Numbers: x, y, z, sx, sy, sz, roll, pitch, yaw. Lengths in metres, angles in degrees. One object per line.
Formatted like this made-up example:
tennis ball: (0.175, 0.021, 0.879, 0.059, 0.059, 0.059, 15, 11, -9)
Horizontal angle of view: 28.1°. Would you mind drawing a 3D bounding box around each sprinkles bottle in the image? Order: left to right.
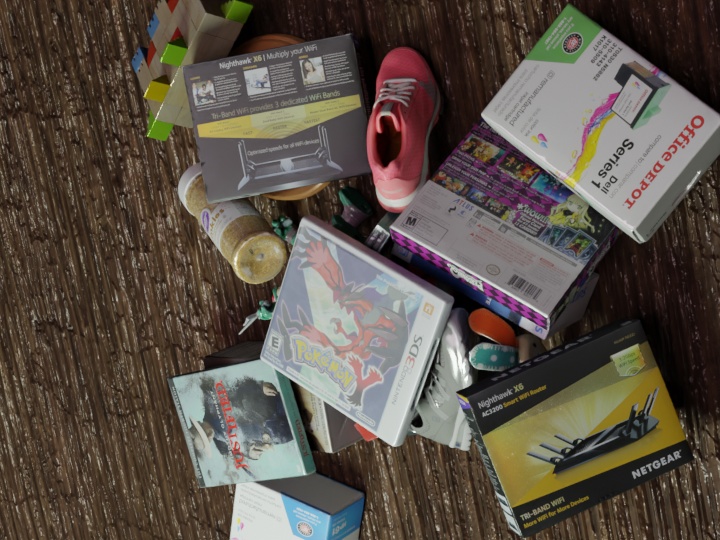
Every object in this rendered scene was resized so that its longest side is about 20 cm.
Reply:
sprinkles bottle: (-0.153, -0.060, 1.704, 0.200, 0.068, 0.068, 48, 129, 51)

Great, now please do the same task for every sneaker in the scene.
sneaker: (0.045, -0.167, 1.550, 0.074, 0.087, 0.201, -6, 63, 16)
sneaker: (0.086, 0.123, 1.561, 0.082, 0.075, 0.200, 5, 131, 7)

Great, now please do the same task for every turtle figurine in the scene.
turtle figurine: (-0.068, -0.005, 1.704, 0.200, 0.101, 0.150, -43, 38, 32)

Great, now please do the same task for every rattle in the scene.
rattle: (0.218, 0.113, 1.508, 0.143, 0.130, 0.200, -6, 120, 46)

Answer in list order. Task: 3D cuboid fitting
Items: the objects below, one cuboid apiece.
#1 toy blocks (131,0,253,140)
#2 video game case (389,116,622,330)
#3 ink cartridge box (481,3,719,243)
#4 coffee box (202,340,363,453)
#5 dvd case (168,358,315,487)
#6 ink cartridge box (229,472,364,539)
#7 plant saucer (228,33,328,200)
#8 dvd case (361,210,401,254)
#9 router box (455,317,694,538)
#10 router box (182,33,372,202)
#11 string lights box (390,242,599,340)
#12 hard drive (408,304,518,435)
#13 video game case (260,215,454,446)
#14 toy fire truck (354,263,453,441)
toy blocks: (-0.210, -0.273, 1.714, 0.200, 0.100, 0.137, -59, 38, 29)
video game case: (0.162, -0.056, 1.501, 0.200, 0.181, 0.036, 30, 157, 23)
ink cartridge box: (0.247, -0.146, 1.438, 0.200, 0.084, 0.145, 40, 96, 18)
coffee box: (-0.091, 0.151, 1.749, 0.200, 0.080, 0.113, -1, 103, 43)
dvd case: (-0.145, 0.184, 1.728, 0.200, 0.022, 0.146, -13, 94, 46)
ink cartridge box: (-0.087, 0.357, 1.816, 0.144, 0.085, 0.200, 19, 113, 28)
plant saucer: (-0.103, -0.180, 1.713, 0.200, 0.037, 0.201, 10, 108, 31)
dvd case: (0.000, 0.000, 1.630, 0.022, 0.146, 0.200, 36, 119, 2)
router box: (0.219, 0.159, 1.468, 0.200, 0.052, 0.158, -24, 95, -8)
router box: (-0.088, -0.171, 1.627, 0.199, 0.052, 0.158, -9, 95, 8)
string lights box: (0.146, -0.007, 1.557, 0.200, 0.103, 0.059, 30, 116, 23)
hard drive: (0.097, 0.117, 1.664, 0.200, 0.033, 0.140, -10, 97, 35)
video game case: (-0.009, 0.064, 1.548, 0.200, 0.023, 0.183, 31, 116, 28)
toy fire truck: (0.046, 0.089, 1.640, 0.200, 0.049, 0.141, -41, 80, 33)
